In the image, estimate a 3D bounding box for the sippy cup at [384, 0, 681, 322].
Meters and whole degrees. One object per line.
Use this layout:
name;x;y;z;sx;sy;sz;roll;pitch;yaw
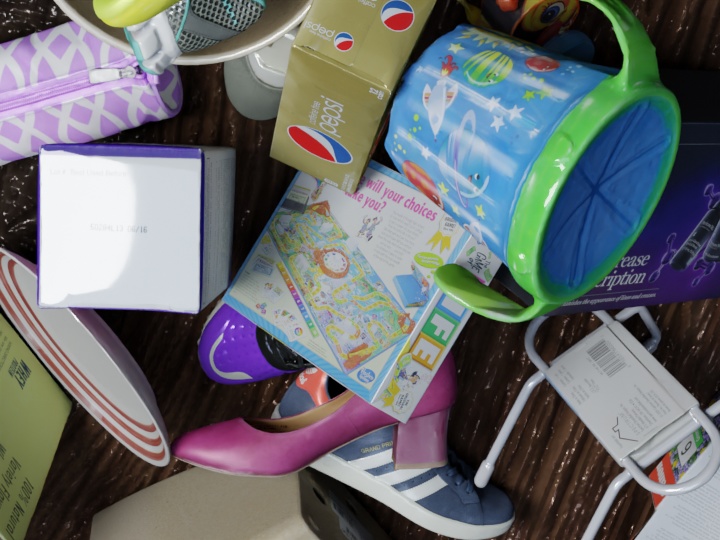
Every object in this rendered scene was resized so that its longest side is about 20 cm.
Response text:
sippy cup;0.090;-0.071;1.007;0.130;0.140;0.178;34;84;28

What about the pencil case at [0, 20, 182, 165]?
pencil case;-0.215;-0.116;1.191;0.199;0.086;0.084;-16;111;10

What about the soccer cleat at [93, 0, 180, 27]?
soccer cleat;-0.061;-0.191;0.952;0.200;0.065;0.084;-51;127;-21

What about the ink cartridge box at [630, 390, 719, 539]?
ink cartridge box;0.279;0.166;1.330;0.109;0.050;0.200;30;114;-12

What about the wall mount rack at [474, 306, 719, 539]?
wall mount rack;0.166;0.117;1.240;0.173;0.200;0.075;-36;134;-2

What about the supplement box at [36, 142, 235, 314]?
supplement box;-0.140;-0.032;1.155;0.100;0.200;0.104;2;96;2

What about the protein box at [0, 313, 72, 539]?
protein box;-0.327;0.099;1.237;0.134;0.199;0.200;-29;112;16

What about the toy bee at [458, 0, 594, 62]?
toy bee;0.097;-0.162;1.145;0.131;0.108;0.201;33;111;36

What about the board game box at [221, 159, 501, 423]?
board game box;0.000;0.000;1.158;0.034;0.200;0.135;31;90;-37

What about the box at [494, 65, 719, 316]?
box;0.183;-0.053;1.151;0.199;0.079;0.142;-5;124;-44

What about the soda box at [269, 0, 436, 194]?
soda box;-0.008;-0.114;1.079;0.064;0.200;0.068;25;74;1

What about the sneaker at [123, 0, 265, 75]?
sneaker;-0.105;-0.214;0.999;0.091;0.078;0.201;-15;119;-9

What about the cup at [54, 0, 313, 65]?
cup;-0.100;-0.245;1.092;0.199;0.143;0.201;1;117;2

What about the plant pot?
plant pot;-0.072;0.243;1.306;0.177;0.200;0.200;-37;109;11

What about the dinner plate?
dinner plate;-0.194;0.053;1.236;0.024;0.200;0.201;-43;112;-19

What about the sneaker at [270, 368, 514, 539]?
sneaker;0.037;0.126;1.307;0.199;0.075;0.085;26;108;-14

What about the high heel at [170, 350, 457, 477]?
high heel;-0.032;0.089;1.237;0.199;0.067;0.097;-2;100;-13

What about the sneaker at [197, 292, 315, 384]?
sneaker;-0.029;0.035;1.248;0.199;0.100;0.070;-24;111;12

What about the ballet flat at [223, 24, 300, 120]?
ballet flat;-0.037;-0.178;1.167;0.067;0.064;0.201;26;114;-11
